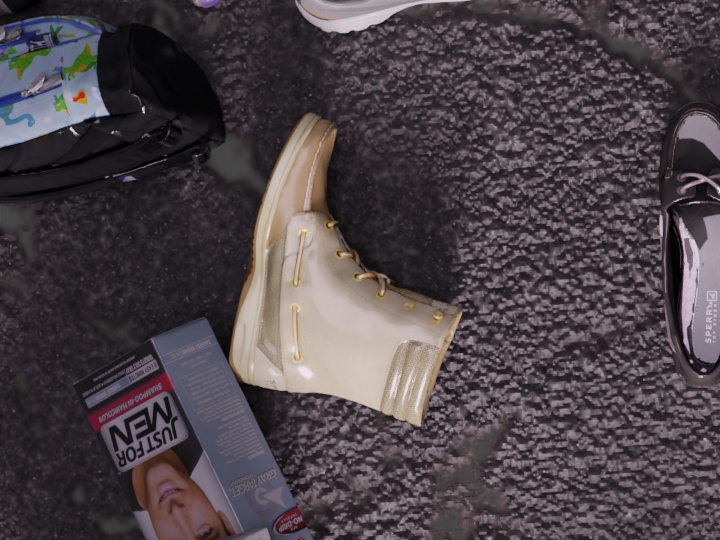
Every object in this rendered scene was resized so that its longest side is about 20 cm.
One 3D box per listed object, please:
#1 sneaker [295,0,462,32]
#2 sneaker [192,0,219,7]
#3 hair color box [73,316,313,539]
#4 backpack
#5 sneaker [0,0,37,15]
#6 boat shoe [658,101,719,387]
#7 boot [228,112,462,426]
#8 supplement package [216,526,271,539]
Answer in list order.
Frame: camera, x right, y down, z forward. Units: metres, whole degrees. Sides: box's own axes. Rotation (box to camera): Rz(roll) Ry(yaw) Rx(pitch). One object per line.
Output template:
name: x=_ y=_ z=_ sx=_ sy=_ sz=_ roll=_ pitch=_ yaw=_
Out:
sneaker: x=0.046 y=-0.221 z=1.615 sx=0.200 sy=0.079 sz=0.074 roll=-20 pitch=85 yaw=7
sneaker: x=-0.110 y=-0.293 z=1.644 sx=0.099 sy=0.070 sz=0.200 roll=-14 pitch=89 yaw=7
hair color box: x=-0.115 y=0.146 z=1.632 sx=0.099 sy=0.061 sz=0.200 roll=-29 pitch=85 yaw=42
backpack: x=-0.223 y=-0.112 z=1.630 sx=0.200 sy=0.163 sz=0.154 roll=-27 pitch=77 yaw=15
sneaker: x=-0.262 y=-0.276 z=1.668 sx=0.087 sy=0.074 sz=0.200 roll=5 pitch=96 yaw=9
boat shoe: x=0.241 y=-0.018 z=1.594 sx=0.067 sy=0.057 sz=0.200 roll=-1 pitch=90 yaw=9
boot: x=0.000 y=0.000 z=1.624 sx=0.155 sy=0.073 sz=0.200 roll=14 pitch=96 yaw=11
supplement package: x=-0.138 y=0.283 z=1.582 sx=0.200 sy=0.111 sz=0.156 roll=-21 pitch=90 yaw=43
